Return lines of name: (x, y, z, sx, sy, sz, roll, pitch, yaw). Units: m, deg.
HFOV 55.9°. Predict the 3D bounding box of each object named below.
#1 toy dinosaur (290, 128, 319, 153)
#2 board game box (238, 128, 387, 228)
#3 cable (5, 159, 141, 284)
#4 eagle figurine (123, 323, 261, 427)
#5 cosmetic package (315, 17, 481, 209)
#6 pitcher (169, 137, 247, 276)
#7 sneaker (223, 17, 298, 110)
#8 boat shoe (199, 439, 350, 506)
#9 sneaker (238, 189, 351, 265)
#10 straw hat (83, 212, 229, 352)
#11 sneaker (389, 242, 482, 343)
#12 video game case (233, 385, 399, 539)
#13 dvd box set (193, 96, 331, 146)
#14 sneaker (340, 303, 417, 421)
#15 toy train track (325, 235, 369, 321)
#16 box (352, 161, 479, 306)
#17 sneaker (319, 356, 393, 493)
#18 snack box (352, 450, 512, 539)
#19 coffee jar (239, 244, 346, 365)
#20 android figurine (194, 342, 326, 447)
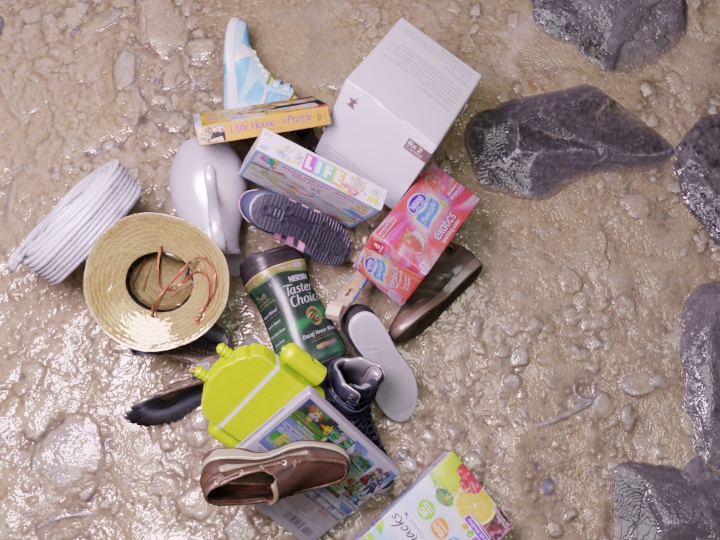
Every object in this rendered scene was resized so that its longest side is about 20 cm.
toy dinosaur: (-0.080, -0.147, 1.124, 0.100, 0.077, 0.205, 4, 81, 7)
board game box: (-0.073, -0.130, 1.006, 0.197, 0.134, 0.035, 25, 75, -17)
cable: (-0.409, -0.073, 0.998, 0.069, 0.198, 0.202, 46, 40, -26)
eagle figurine: (-0.236, 0.145, 0.992, 0.195, 0.152, 0.154, 0, 51, 10)
cosmetic package: (0.059, -0.246, 1.073, 0.164, 0.165, 0.201, 35, 54, 0)
pitcher: (-0.226, -0.105, 1.036, 0.119, 0.172, 0.204, -5, 76, -17)
sneaker: (-0.166, -0.326, 1.150, 0.128, 0.080, 0.205, -1, 85, -4)
boat shoe: (-0.109, 0.276, 0.885, 0.198, 0.075, 0.076, -4, 116, -8)
sneaker: (-0.099, -0.071, 1.038, 0.199, 0.082, 0.071, 31, 86, -39)
straw hat: (-0.282, 0.017, 0.972, 0.196, 0.085, 0.206, 0, 92, -5)
sneaker: (0.108, 0.034, 1.101, 0.199, 0.071, 0.075, -39, 66, -19)
video game case: (-0.072, 0.277, 0.947, 0.182, 0.022, 0.200, -40, 114, 10)
dvd box set: (-0.154, -0.230, 1.033, 0.196, 0.147, 0.030, -11, 112, -10)
sneaker: (0.029, 0.135, 1.058, 0.070, 0.099, 0.203, -26, 111, -3)
toy train track: (0.000, 0.000, 1.058, 0.113, 0.033, 0.201, 11, 43, 25)
box: (0.088, -0.060, 1.046, 0.102, 0.095, 0.200, 38, 52, 4)
sneaker: (0.005, 0.220, 0.986, 0.076, 0.146, 0.204, -30, 80, -43)
snack box: (0.107, 0.389, 1.005, 0.199, 0.053, 0.143, -39, 82, -14)
coffee jar: (-0.106, 0.060, 1.043, 0.103, 0.085, 0.203, -17, 76, -42)
android figurine: (-0.132, 0.176, 0.922, 0.199, 0.041, 0.182, 39, 103, -22)
